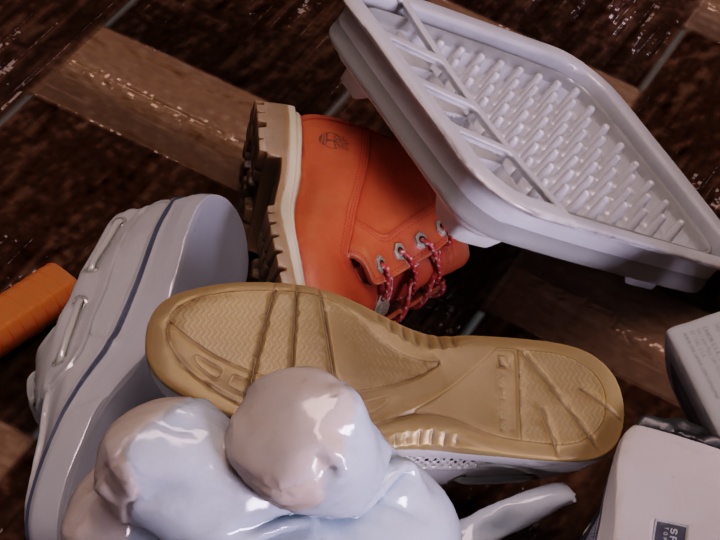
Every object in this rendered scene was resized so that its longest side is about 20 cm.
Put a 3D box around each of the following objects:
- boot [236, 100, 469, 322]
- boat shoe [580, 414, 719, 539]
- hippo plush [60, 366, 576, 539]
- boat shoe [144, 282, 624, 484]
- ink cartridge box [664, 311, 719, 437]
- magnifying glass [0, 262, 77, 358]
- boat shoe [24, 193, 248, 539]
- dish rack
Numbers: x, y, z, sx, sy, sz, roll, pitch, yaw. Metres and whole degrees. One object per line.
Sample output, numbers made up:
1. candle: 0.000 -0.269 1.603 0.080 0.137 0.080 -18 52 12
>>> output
1. boot: 0.000 0.000 1.224 0.107 0.075 0.200 10 42 -10
2. boat shoe: 0.108 0.157 1.065 0.075 0.093 0.200 17 44 6
3. hippo plush: -0.027 0.148 1.039 0.200 0.159 0.161 31 46 -48
4. boat shoe: 0.005 0.058 1.116 0.200 0.069 0.071 12 61 -10
5. ink cartridge box: 0.247 0.060 1.133 0.200 0.047 0.160 -17 41 -4
6. magnifying glass: -0.198 0.051 1.159 0.080 0.022 0.200 36 47 23
7. boat shoe: -0.107 0.050 1.157 0.065 0.074 0.200 -4 41 28
8. dish rack: 0.077 -0.055 1.270 0.200 0.044 0.172 13 32 -44
